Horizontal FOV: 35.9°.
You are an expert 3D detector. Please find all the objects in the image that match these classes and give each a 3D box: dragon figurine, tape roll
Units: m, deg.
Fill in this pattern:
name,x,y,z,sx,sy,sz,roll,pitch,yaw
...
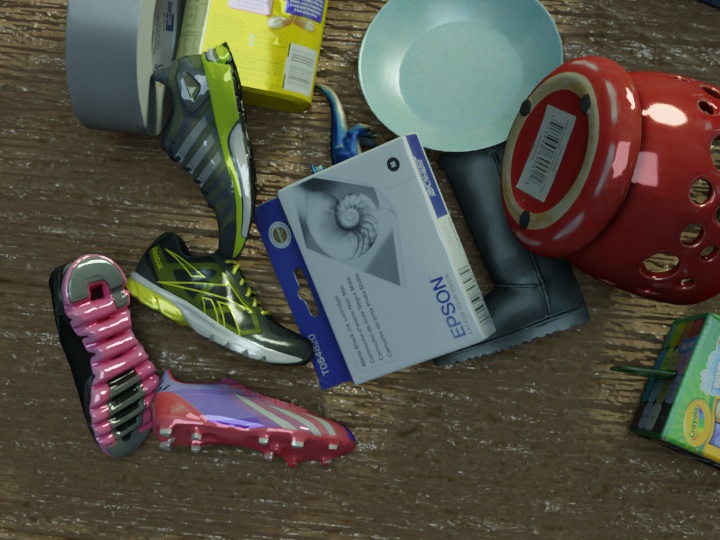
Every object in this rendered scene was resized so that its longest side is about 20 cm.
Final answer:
name,x,y,z,sx,sy,sz,roll,pitch,yaw
dragon figurine,-0.016,-0.089,1.088,0.099,0.059,0.201,-36,86,-3
tape roll,-0.213,-0.228,1.033,0.066,0.200,0.202,7,85,1

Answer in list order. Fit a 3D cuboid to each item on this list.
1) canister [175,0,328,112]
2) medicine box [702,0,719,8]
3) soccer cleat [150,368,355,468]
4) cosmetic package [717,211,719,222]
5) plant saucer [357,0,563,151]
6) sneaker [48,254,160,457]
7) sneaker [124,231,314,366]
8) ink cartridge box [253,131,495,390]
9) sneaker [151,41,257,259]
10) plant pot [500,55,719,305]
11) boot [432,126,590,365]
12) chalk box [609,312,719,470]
name,x,y,z,sx,sy,sz,roll,pitch,yaw
canister,-0.101,-0.268,1.087,0.147,0.087,0.202,10,86,-9
medicine box,0.343,-0.338,1.036,0.181,0.200,0.104,23,85,3
soccer cleat,-0.101,0.139,1.065,0.198,0.067,0.077,6,58,-7
cosmetic package,0.425,-0.110,1.078,0.101,0.071,0.202,19,85,2
plant saucer,0.098,-0.198,1.092,0.199,0.039,0.203,-3,68,7
sneaker,-0.256,0.081,1.075,0.079,0.095,0.202,-18,104,-40
sneaker,-0.130,0.027,1.069,0.199,0.074,0.085,25,86,3
ink cartridge box,0.000,0.000,1.034,0.199,0.041,0.201,-22,91,28
sneaker,-0.142,-0.107,1.034,0.080,0.074,0.202,-7,105,1
plant pot,0.239,-0.082,0.985,0.181,0.200,0.202,12,84,-27
boot,0.118,-0.024,1.076,0.164,0.066,0.202,-17,87,-9
chalk box,0.334,0.118,1.031,0.199,0.125,0.125,24,85,2
